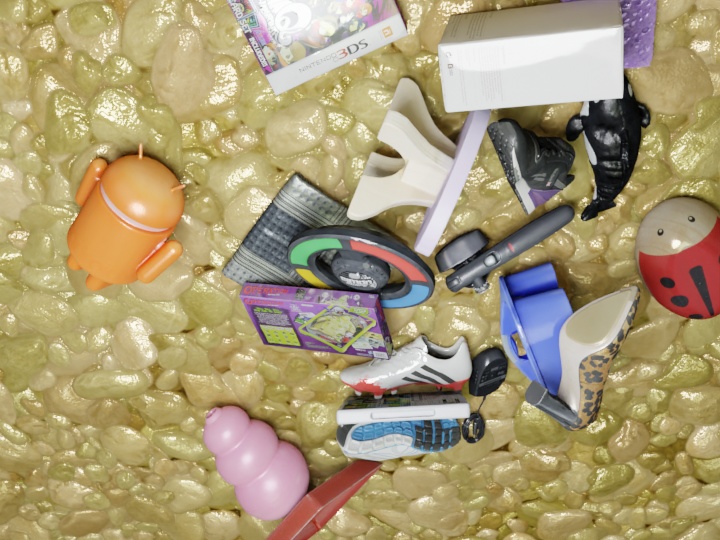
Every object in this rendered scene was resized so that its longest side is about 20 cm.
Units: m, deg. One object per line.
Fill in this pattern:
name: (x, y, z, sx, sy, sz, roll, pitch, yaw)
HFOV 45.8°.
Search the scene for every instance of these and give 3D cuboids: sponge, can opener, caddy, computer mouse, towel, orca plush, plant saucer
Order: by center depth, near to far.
sponge: (0.284, -0.330, 0.975, 0.109, 0.030, 0.203, -4, 124, 4)
orca plush: (0.309, -0.147, 1.067, 0.103, 0.072, 0.203, 7, 123, -4)
can opener: (0.197, -0.032, 1.141, 0.198, 0.063, 0.080, -27, 98, 13)
caddy: (0.247, 0.090, 1.179, 0.103, 0.142, 0.202, -21, 120, 10)
towel: (-0.062, -0.015, 1.186, 0.198, 0.035, 0.193, 33, 114, -16)
computer mouse: (0.184, 0.192, 1.315, 0.058, 0.034, 0.203, -14, 132, -27)
plant saucer: (-0.075, 0.389, 1.370, 0.037, 0.199, 0.201, 47, 118, 15)

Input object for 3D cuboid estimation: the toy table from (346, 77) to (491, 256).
toy table: (0.069, -0.131, 1.032, 0.115, 0.202, 0.184, 23, 154, -2)

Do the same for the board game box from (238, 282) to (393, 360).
board game box: (-0.059, 0.070, 1.178, 0.196, 0.033, 0.121, 5, 147, 19)

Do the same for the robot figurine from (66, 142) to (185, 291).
robot figurine: (-0.301, -0.063, 1.102, 0.115, 0.145, 0.201, 18, 124, -37)

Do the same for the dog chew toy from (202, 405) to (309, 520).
dog chew toy: (-0.169, 0.293, 1.331, 0.124, 0.125, 0.201, -32, 110, 20)

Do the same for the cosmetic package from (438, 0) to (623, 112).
cosmetic package: (0.194, -0.244, 0.964, 0.196, 0.108, 0.086, 0, 123, 17)

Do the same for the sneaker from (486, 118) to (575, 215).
sneaker: (0.214, -0.144, 1.038, 0.087, 0.077, 0.200, -28, 158, 9)

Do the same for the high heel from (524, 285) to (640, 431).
high heel: (0.310, 0.116, 1.099, 0.142, 0.072, 0.201, 30, 103, -41)

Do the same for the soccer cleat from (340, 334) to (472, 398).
soccer cleat: (0.067, 0.137, 1.260, 0.196, 0.069, 0.087, -1, 111, 0)

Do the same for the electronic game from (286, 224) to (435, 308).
electronic game: (0.000, 0.000, 1.099, 0.196, 0.042, 0.201, 13, 156, 6)

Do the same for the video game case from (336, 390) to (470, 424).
video game case: (0.062, 0.197, 1.232, 0.179, 0.200, 0.022, -3, 87, 3)

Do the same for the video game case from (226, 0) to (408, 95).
video game case: (-0.063, -0.327, 0.977, 0.179, 0.036, 0.202, -21, 120, 12)

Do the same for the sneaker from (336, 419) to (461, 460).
sneaker: (0.059, 0.262, 1.346, 0.196, 0.076, 0.087, -1, 150, -3)

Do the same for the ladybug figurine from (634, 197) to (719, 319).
ladybug figurine: (0.450, -0.005, 1.157, 0.134, 0.072, 0.201, -28, 118, 17)
